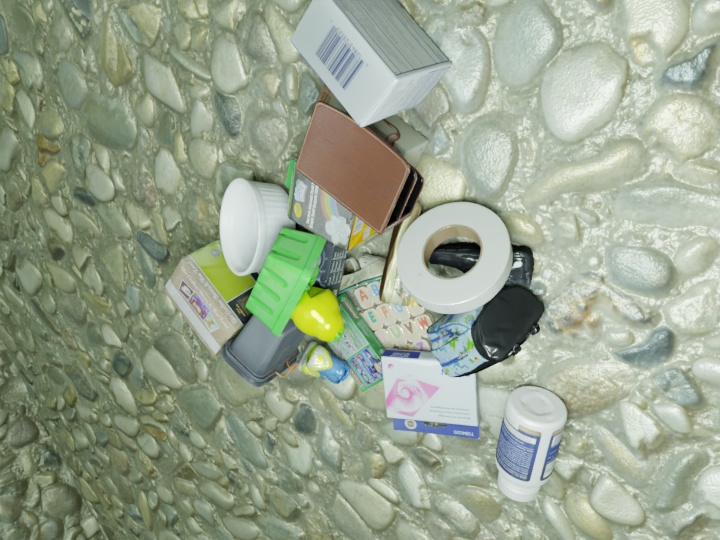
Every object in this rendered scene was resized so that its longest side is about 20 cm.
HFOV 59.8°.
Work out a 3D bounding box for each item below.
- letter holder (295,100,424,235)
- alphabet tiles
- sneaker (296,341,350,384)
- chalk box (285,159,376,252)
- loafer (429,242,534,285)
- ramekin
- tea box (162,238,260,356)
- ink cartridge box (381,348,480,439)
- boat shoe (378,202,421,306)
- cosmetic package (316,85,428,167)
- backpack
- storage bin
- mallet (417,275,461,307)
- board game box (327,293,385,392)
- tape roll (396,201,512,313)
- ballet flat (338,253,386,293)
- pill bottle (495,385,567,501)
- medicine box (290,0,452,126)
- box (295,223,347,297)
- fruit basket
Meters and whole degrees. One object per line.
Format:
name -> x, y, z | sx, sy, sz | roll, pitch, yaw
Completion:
letter holder -> 0.008, -0.186, 1.040 | 0.199, 0.100, 0.144 | 38, 130, 17
alphabet tiles -> 0.068, 0.113, 1.317 | 0.198, 0.015, 0.199 | -23, 97, 42
sneaker -> -0.084, 0.218, 1.414 | 0.104, 0.077, 0.200 | 34, 171, -8
chalk box -> -0.058, -0.151, 1.213 | 0.198, 0.123, 0.126 | 31, 128, 22
loafer -> 0.209, -0.009, 1.114 | 0.197, 0.068, 0.072 | 6, 107, 31
ramekin -> -0.219, -0.093, 1.337 | 0.199, 0.096, 0.206 | 5, 97, 54
tea box -> -0.307, 0.048, 1.448 | 0.201, 0.196, 0.134 | 51, 131, 5
ink cartridge box -> 0.145, 0.262, 1.283 | 0.192, 0.043, 0.204 | 1, 111, 20
boat shoe -> 0.086, -0.035, 1.179 | 0.061, 0.073, 0.204 | 14, 101, -6
cosmetic package -> 0.011, -0.244, 1.136 | 0.199, 0.087, 0.104 | 39, 129, 15
backpack -> 0.208, 0.116, 1.127 | 0.154, 0.162, 0.201 | 43, 148, 14
storage bin -> -0.184, 0.146, 1.372 | 0.145, 0.199, 0.135 | 41, 116, 10
mallet -> 0.144, 0.017, 1.153 | 0.066, 0.041, 0.200 | 56, 155, 0
board game box -> -0.015, 0.162, 1.381 | 0.201, 0.029, 0.134 | 54, 142, 2
tape roll -> 0.158, -0.024, 1.068 | 0.199, 0.206, 0.037 | 15, 159, 30
ballet flat -> 0.000, 0.000, 1.281 | 0.198, 0.067, 0.064 | -21, 92, 41
pill bottle -> 0.312, 0.329, 1.173 | 0.109, 0.111, 0.204 | 20, 122, 27
medicine box -> 0.021, -0.349, 1.002 | 0.183, 0.199, 0.103 | 50, 129, 5
box -> -0.102, -0.009, 1.326 | 0.160, 0.043, 0.203 | 41, 129, 38
fruit basket -> -0.107, 0.046, 1.233 | 0.211, 0.157, 0.219 | 9, 131, 10
